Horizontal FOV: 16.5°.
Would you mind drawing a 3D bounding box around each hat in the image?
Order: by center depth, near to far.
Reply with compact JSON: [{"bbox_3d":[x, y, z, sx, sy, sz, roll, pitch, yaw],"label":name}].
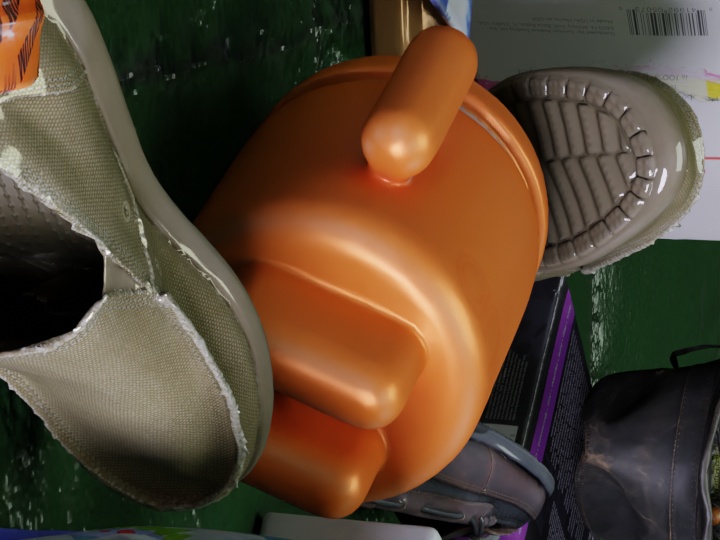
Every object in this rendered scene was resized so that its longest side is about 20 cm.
[{"bbox_3d":[0.150,0.092,1.246,0.201,0.081,0.201,9,90,-79],"label":"hat"}]

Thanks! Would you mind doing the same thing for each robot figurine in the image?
[{"bbox_3d":[-0.001,0.001,0.849,0.200,0.116,0.144,-62,136,-56],"label":"robot figurine"}]

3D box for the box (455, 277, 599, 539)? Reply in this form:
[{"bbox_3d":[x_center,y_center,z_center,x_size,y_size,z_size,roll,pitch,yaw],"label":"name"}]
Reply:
[{"bbox_3d":[0.090,0.116,1.270,0.200,0.036,0.143,69,30,-50],"label":"box"}]

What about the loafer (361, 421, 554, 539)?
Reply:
[{"bbox_3d":[0.023,0.084,1.045,0.063,0.072,0.200,-63,153,-7],"label":"loafer"}]

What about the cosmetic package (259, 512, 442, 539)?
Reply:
[{"bbox_3d":[0.009,0.182,0.990,0.200,0.071,0.102,64,34,-59],"label":"cosmetic package"}]

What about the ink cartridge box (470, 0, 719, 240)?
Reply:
[{"bbox_3d":[0.110,-0.097,1.059,0.200,0.116,0.068,73,26,-51],"label":"ink cartridge box"}]

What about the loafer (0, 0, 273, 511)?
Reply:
[{"bbox_3d":[-0.083,0.004,0.665,0.200,0.076,0.068,63,34,-41],"label":"loafer"}]

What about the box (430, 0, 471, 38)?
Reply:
[{"bbox_3d":[0.016,-0.191,0.859,0.122,0.048,0.201,39,58,-68],"label":"box"}]

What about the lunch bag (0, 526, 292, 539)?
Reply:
[{"bbox_3d":[-0.042,0.162,0.729,0.200,0.127,0.171,14,79,-63],"label":"lunch bag"}]

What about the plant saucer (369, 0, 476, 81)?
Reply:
[{"bbox_3d":[0.049,-0.134,1.112,0.200,0.037,0.201,4,90,-72],"label":"plant saucer"}]

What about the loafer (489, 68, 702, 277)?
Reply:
[{"bbox_3d":[0.073,-0.034,0.959,0.067,0.200,0.076,-14,88,-30],"label":"loafer"}]

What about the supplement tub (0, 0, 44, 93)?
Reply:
[{"bbox_3d":[-0.108,-0.134,0.461,0.122,0.122,0.201,-25,118,-70],"label":"supplement tub"}]
